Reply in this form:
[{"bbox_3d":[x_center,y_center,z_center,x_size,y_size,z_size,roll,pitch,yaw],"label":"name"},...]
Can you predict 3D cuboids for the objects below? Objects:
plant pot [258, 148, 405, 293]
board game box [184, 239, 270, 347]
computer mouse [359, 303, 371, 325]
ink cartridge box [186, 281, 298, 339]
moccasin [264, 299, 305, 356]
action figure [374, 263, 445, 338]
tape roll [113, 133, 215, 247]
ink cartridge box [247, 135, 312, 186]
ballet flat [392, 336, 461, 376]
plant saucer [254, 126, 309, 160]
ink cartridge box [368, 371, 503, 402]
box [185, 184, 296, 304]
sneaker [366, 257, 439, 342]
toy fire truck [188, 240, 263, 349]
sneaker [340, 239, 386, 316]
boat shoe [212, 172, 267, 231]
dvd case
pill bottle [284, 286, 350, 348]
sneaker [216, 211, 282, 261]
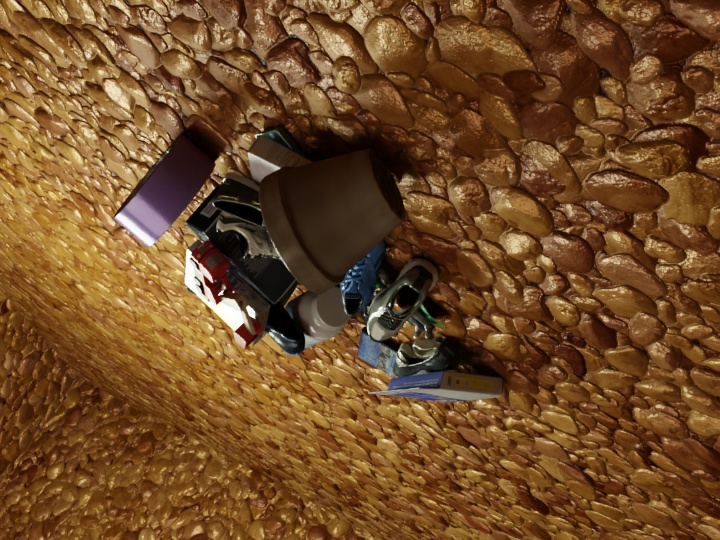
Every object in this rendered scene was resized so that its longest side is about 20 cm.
[{"bbox_3d":[-0.031,-0.091,1.361,0.171,0.202,0.201,-26,127,17],"label":"plant pot"},{"bbox_3d":[-0.267,0.046,1.781,0.199,0.034,0.135,41,148,12],"label":"board game box"},{"bbox_3d":[0.004,0.067,1.787,0.058,0.034,0.201,8,143,45],"label":"computer mouse"},{"bbox_3d":[-0.249,0.030,1.895,0.198,0.147,0.048,32,154,3],"label":"ink cartridge box"},{"bbox_3d":[-0.177,0.081,1.816,0.199,0.080,0.069,40,153,15],"label":"moccasin"},{"bbox_3d":[0.060,0.045,1.665,0.200,0.055,0.117,47,155,-16],"label":"action figure"},{"bbox_3d":[-0.361,-0.148,1.652,0.085,0.202,0.199,39,154,-16],"label":"tape roll"},{"bbox_3d":[-0.093,-0.126,1.510,0.198,0.057,0.164,32,156,15],"label":"ink cartridge box"},{"bbox_3d":[0.118,0.167,1.788,0.073,0.074,0.198,44,149,-22],"label":"ballet flat"},{"bbox_3d":[-0.095,-0.165,1.518,0.069,0.019,0.201,0,138,51],"label":"plant saucer"},{"bbox_3d":[0.146,0.229,1.779,0.196,0.048,0.196,13,164,-28],"label":"ink cartridge box"},{"bbox_3d":[-0.219,-0.052,1.718,0.200,0.107,0.148,46,169,-25],"label":"box"},{"bbox_3d":[0.062,0.062,1.580,0.073,0.080,0.201,35,130,0],"label":"sneaker"},{"bbox_3d":[-0.247,0.047,1.661,0.140,0.049,0.201,40,154,20],"label":"toy fire truck"},{"bbox_3d":[0.000,0.000,1.554,0.065,0.079,0.202,17,138,8],"label":"sneaker"},{"bbox_3d":[-0.156,-0.095,1.517,0.198,0.061,0.072,25,154,10],"label":"boat shoe"},{"bbox_3d":[0.083,0.203,1.949,0.197,0.018,0.143,30,154,11],"label":"dvd case"},{"bbox_3d":[-0.092,0.094,1.863,0.108,0.110,0.199,38,154,-12],"label":"pill bottle"},{"bbox_3d":[-0.174,-0.047,1.614,0.199,0.089,0.075,38,163,-16],"label":"sneaker"}]
